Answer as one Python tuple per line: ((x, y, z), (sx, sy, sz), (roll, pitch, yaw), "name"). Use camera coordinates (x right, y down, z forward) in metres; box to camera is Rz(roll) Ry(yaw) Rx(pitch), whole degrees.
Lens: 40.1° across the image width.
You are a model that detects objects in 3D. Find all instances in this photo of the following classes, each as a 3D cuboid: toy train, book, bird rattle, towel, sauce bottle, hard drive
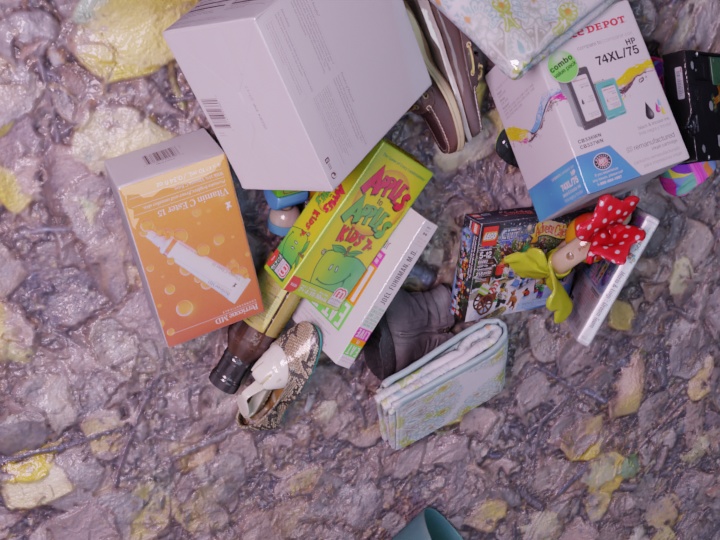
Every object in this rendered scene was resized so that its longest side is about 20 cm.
((-0.027, -0.117, 1.182), (0.197, 0.085, 0.117), (-18, 136, -27), "toy train")
((0.000, 0.000, 1.205), (0.048, 0.133, 0.202), (24, 101, -41), "book")
((0.284, -0.041, 1.254), (0.163, 0.113, 0.201), (-38, 170, -50), "bird rattle")
((0.111, 0.157, 1.335), (0.197, 0.049, 0.172), (-27, 152, -11), "towel")
((-0.123, 0.058, 1.217), (0.064, 0.065, 0.202), (28, 99, -32), "sauce bottle")
((0.459, -0.215, 1.306), (0.198, 0.037, 0.143), (-12, 95, -49), "hard drive")
((0.181, -0.327, 1.112), (0.199, 0.171, 0.048), (-39, 163, -19), "towel")

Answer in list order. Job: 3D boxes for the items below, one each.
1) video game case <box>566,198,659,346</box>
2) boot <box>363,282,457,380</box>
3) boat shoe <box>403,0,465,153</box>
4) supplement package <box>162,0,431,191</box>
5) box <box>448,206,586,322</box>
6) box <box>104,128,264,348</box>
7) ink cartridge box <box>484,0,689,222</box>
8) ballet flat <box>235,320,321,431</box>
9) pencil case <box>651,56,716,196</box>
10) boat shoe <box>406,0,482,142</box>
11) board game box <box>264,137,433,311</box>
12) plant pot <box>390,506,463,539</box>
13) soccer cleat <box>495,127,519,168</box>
((0.331, -0.003, 1.332), (0.023, 0.200, 0.184), (27, 101, 0), "video game case")
((0.064, 0.038, 1.304), (0.130, 0.070, 0.204), (-19, 124, -25), "boot")
((0.058, -0.219, 1.166), (0.071, 0.072, 0.202), (-32, 114, -9), "boat shoe")
((-0.059, -0.220, 1.028), (0.200, 0.145, 0.193), (-49, 128, -33), "supplement package")
((0.214, -0.013, 1.333), (0.197, 0.038, 0.139), (-9, 117, -35), "box")
((-0.198, -0.037, 1.119), (0.122, 0.098, 0.203), (-20, 120, -15), "box")
((0.267, -0.188, 1.190), (0.144, 0.146, 0.204), (-19, 84, -15), "ink cartridge box")
((-0.110, 0.141, 1.219), (0.074, 0.068, 0.201), (-10, 147, -34), "ballet flat")
((0.414, -0.194, 1.341), (0.088, 0.088, 0.200), (-42, 124, -1), "pencil case")
((0.115, -0.252, 1.185), (0.059, 0.072, 0.203), (-27, 115, -7), "boat shoe")
((-0.013, -0.058, 1.137), (0.101, 0.048, 0.201), (23, 106, -48), "board game box")
((0.089, 0.476, 1.437), (0.160, 0.202, 0.201), (-36, 123, 9), "plant pot")
((0.269, -0.153, 1.292), (0.196, 0.081, 0.069), (6, 110, -27), "soccer cleat")
